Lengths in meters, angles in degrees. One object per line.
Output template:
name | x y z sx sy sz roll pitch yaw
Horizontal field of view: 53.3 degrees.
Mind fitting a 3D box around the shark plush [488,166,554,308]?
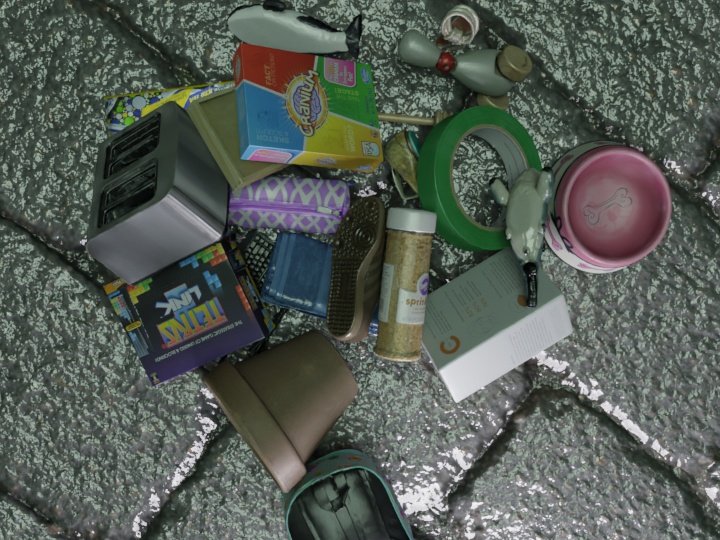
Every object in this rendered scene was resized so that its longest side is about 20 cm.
shark plush | 0.243 -0.053 0.976 0.090 0.083 0.203 -20 62 25

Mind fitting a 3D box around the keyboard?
keyboard | -0.169 0.053 1.084 0.126 0.021 0.202 33 93 -4

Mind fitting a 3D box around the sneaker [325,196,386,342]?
sneaker | 0.000 0.000 1.003 0.069 0.075 0.204 11 83 29

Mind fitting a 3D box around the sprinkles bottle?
sprinkles bottle | 0.060 0.018 0.978 0.067 0.068 0.204 6 95 -2

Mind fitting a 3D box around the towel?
towel | -0.041 0.019 1.057 0.197 0.049 0.114 16 70 -9

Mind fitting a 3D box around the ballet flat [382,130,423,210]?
ballet flat | 0.097 -0.110 1.064 0.070 0.071 0.202 -32 97 1

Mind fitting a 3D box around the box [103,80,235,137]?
box | -0.261 -0.224 1.037 0.196 0.064 0.071 -8 94 -1

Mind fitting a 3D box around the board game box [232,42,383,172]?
board game box | -0.071 -0.221 0.985 0.197 0.040 0.156 1 72 -27

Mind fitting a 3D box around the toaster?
toaster | -0.265 -0.103 0.958 0.197 0.119 0.183 -23 53 21

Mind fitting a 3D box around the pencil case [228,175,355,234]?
pencil case | -0.107 -0.095 1.042 0.196 0.086 0.085 3 114 0

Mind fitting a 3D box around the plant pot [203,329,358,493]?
plant pot | -0.100 0.182 1.025 0.174 0.200 0.202 -35 95 -16

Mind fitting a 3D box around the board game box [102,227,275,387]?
board game box | -0.248 0.053 1.038 0.197 0.057 0.168 -24 95 14

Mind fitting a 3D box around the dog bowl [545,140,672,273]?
dog bowl | 0.369 -0.094 1.066 0.196 0.074 0.204 0 94 -2

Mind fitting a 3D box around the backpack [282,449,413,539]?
backpack | -0.022 0.366 1.046 0.173 0.153 0.203 -24 104 -2

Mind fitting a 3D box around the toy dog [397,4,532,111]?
toy dog | 0.153 -0.310 1.028 0.199 0.098 0.131 32 134 -32

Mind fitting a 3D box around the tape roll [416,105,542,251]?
tape roll | 0.174 -0.130 1.026 0.197 0.048 0.205 1 87 -29

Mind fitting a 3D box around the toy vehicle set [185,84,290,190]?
toy vehicle set | -0.129 -0.204 0.999 0.199 0.026 0.126 -33 93 -41

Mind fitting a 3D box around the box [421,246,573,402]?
box | 0.183 0.073 1.031 0.198 0.125 0.098 -30 136 1

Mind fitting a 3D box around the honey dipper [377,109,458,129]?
honey dipper | 0.058 -0.226 1.063 0.196 0.038 0.039 6 94 -1

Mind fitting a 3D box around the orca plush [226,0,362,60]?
orca plush | -0.089 -0.360 1.029 0.196 0.106 0.072 3 54 21
